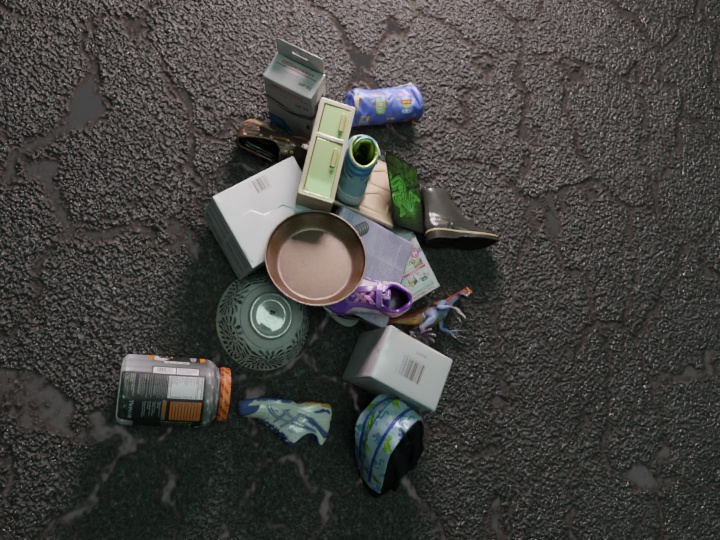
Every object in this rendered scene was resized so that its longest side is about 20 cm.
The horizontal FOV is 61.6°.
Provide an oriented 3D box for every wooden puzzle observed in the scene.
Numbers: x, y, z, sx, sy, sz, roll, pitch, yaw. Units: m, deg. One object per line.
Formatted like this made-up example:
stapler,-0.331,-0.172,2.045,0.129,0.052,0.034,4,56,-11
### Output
wooden puzzle,-0.001,-0.182,1.322,0.180,0.047,0.204,22,47,-7

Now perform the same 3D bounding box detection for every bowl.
bowl,-0.187,0.095,1.210,0.194,0.094,0.208,4,78,-19

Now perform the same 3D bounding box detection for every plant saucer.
plant saucer,-0.085,-0.019,1.148,0.193,0.037,0.206,4,61,-8

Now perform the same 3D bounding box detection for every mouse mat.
mouse mat,0.103,-0.167,1.342,0.198,0.007,0.167,5,76,-64

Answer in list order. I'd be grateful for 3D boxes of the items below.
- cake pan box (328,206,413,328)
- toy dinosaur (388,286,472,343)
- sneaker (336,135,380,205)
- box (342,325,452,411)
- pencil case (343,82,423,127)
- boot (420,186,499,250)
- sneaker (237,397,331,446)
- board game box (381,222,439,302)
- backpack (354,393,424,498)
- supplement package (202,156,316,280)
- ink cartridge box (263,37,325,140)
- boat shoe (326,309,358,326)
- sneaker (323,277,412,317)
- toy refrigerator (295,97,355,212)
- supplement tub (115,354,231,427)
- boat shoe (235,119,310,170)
cake pan box,0.000,0.000,1.244,0.180,0.052,0.206,23,79,-19
toy dinosaur,0.173,0.087,1.356,0.197,0.106,0.183,33,50,1
sneaker,0.004,-0.245,1.253,0.077,0.132,0.204,14,46,-11
box,0.070,0.201,1.230,0.149,0.199,0.109,29,73,-12
pencil case,0.054,-0.383,1.395,0.194,0.078,0.090,-12,113,-22
boot,0.235,-0.128,1.426,0.194,0.077,0.143,5,67,-28
sneaker,-0.150,0.301,1.197,0.193,0.075,0.091,10,77,-18
board game box,0.067,-0.018,1.344,0.145,0.064,0.205,-26,89,-22
backpack,0.058,0.341,1.203,0.162,0.201,0.154,-38,74,-21
supplement package,-0.192,-0.106,1.226,0.198,0.110,0.159,-32,92,-30
ink cartridge box,-0.134,-0.366,1.244,0.113,0.201,0.068,26,71,7
boat shoe,-0.058,0.026,1.283,0.069,0.071,0.205,-30,91,-22
sneaker,0.020,0.051,1.177,0.193,0.088,0.084,5,89,-20
toy refrigerator,-0.069,-0.229,1.196,0.073,0.070,0.207,15,76,-7
supplement tub,-0.342,0.224,1.113,0.193,0.122,0.127,8,77,-19
boat shoe,-0.170,-0.253,1.283,0.194,0.072,0.071,18,35,-8
